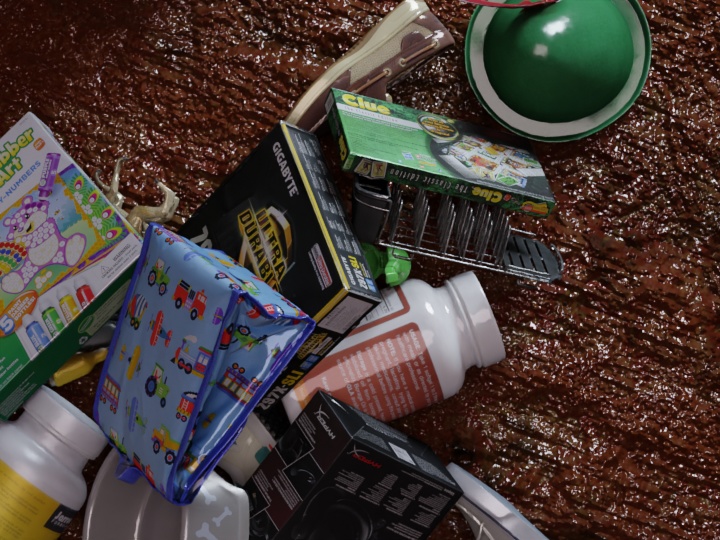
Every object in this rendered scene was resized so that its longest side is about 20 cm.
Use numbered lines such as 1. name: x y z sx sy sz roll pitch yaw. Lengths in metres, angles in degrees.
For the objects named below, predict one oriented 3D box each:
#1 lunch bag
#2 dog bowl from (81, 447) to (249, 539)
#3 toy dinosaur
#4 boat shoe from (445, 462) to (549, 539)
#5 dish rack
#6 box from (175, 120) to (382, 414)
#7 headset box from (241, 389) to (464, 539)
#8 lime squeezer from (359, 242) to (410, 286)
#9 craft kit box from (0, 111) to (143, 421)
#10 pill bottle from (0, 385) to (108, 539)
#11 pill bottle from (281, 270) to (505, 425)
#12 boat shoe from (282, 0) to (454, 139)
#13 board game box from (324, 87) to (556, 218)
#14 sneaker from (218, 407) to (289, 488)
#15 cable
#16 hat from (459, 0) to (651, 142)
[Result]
1. lunch bag: -0.151 0.087 1.593 0.094 0.150 0.201 24 97 -41
2. dog bowl: -0.173 0.227 1.655 0.058 0.199 0.202 11 86 -35
3. toy dinosaur: -0.204 -0.033 1.733 0.199 0.058 0.101 36 87 25
4. boat shoe: 0.131 0.264 1.728 0.202 0.075 0.086 43 89 -9
5. dish rack: 0.084 -0.042 1.698 0.198 0.154 0.055 14 107 -5
6. box: -0.075 -0.003 1.660 0.160 0.049 0.201 -45 47 28
7. headset box: -0.032 0.222 1.665 0.148 0.077 0.200 28 105 -39
8. lime squeezer: 0.000 0.000 1.700 0.070 0.199 0.038 -26 108 -28
9. craft kit box: -0.302 -0.006 1.698 0.200 0.049 0.198 -44 59 -1
10. pill bottle: -0.311 0.204 1.694 0.112 0.112 0.201 37 87 1
11. pill bottle: 0.022 0.076 1.710 0.199 0.112 0.113 -21 87 -2
12. boat shoe: 0.003 -0.158 1.746 0.200 0.072 0.072 -44 87 -9
13. board game box: 0.069 -0.103 1.701 0.198 0.105 0.024 13 126 -20
14. sneaker: -0.135 0.124 1.715 0.093 0.070 0.200 -33 101 12
15. cable: -0.211 0.048 1.752 0.198 0.050 0.098 -6 80 -14
16. hat: 0.172 -0.203 1.696 0.199 0.176 0.167 -21 88 -3
